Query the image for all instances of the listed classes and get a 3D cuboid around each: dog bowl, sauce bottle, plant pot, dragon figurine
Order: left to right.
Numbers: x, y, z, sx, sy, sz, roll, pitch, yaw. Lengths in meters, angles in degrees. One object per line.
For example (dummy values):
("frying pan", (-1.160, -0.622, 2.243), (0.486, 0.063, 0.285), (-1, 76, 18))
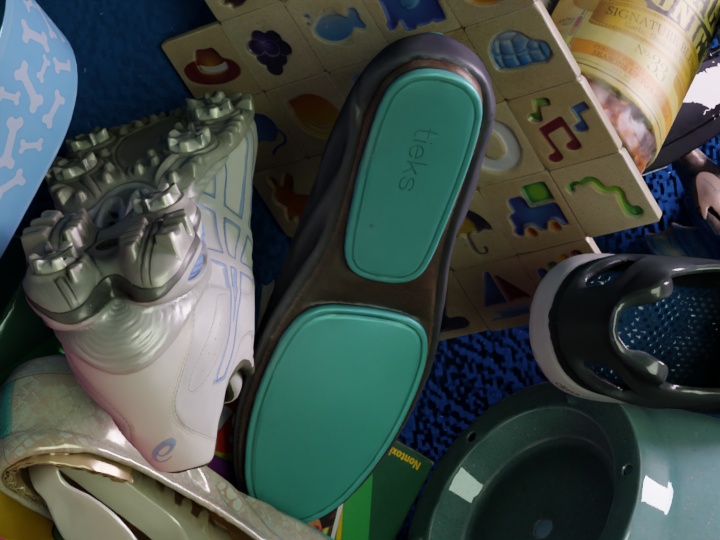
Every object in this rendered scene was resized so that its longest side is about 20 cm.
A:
("dog bowl", (-0.169, -0.020, 0.718), (0.050, 0.111, 0.200), (36, 77, -42))
("plant pot", (0.103, 0.125, 0.827), (0.134, 0.200, 0.201), (38, 77, -34))
("sauce bottle", (0.121, -0.121, 0.828), (0.066, 0.066, 0.200), (42, 60, -27))
("dragon figurine", (0.173, -0.018, 0.938), (0.200, 0.099, 0.059), (43, 73, 1))

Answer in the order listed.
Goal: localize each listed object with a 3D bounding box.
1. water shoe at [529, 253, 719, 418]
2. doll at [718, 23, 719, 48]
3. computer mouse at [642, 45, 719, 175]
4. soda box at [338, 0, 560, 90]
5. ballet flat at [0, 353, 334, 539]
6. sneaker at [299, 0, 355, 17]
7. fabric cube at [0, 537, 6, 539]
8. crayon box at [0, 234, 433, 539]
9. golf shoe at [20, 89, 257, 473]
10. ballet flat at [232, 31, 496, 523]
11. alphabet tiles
("water shoe", (0.161, 0.030, 0.768), (0.199, 0.079, 0.072), (0, 93, -27))
("doll", (0.205, -0.037, 0.841), (0.136, 0.048, 0.200), (-44, 122, -8))
("computer mouse", (0.104, -0.102, 0.878), (0.200, 0.046, 0.141), (-25, 78, -6))
("soda box", (0.062, -0.145, 0.837), (0.200, 0.063, 0.068), (-67, 159, -9))
("ballet flat", (-0.060, 0.109, 0.746), (0.200, 0.062, 0.067), (40, 120, -22))
("sneaker", (-0.024, -0.187, 0.787), (0.078, 0.090, 0.201), (-22, 107, -26))
("fabric cube", (-0.128, 0.212, 0.622), (0.199, 0.196, 0.200), (29, 106, -15))
("crayon box", (-0.093, 0.107, 0.802), (0.200, 0.058, 0.173), (31, 81, -29))
("golf shoe", (-0.071, 0.000, 0.743), (0.078, 0.200, 0.097), (-13, 113, 12))
("ballet flat", (0.000, 0.000, 0.768), (0.073, 0.073, 0.200), (5, 116, -30))
("alphabet tiles", (0.017, -0.056, 0.792), (0.200, 0.166, 0.006), (57, 43, -23))
